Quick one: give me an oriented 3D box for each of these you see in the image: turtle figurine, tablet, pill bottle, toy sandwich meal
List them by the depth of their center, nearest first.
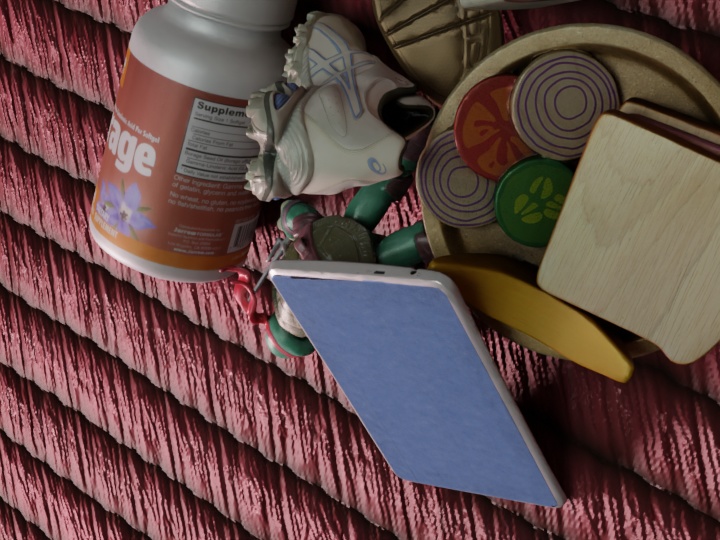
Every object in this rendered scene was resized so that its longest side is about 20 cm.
[{"bbox_3d":[0.122,-0.031,0.752,0.203,0.070,0.207,5,107,16],"label":"toy sandwich meal"},{"bbox_3d":[0.036,0.068,0.838,0.129,0.014,0.201,5,139,38],"label":"tablet"},{"bbox_3d":[0.000,0.000,0.881,0.150,0.101,0.200,49,116,11],"label":"turtle figurine"},{"bbox_3d":[-0.106,-0.103,0.939,0.112,0.112,0.201,33,117,31],"label":"pill bottle"}]

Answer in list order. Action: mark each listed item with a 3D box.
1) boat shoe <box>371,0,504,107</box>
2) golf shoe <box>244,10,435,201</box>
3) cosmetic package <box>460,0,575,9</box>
[{"bbox_3d":[0.036,-0.191,0.845,0.073,0.063,0.201,-21,87,14],"label":"boat shoe"},{"bbox_3d":[-0.003,-0.093,0.832,0.096,0.200,0.079,4,120,7],"label":"golf shoe"},{"bbox_3d":[0.148,-0.196,0.722,0.199,0.087,0.104,-4,97,41],"label":"cosmetic package"}]
